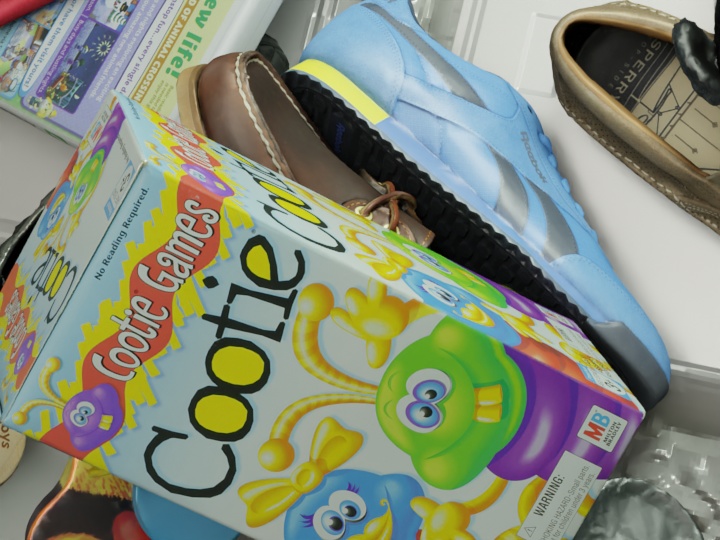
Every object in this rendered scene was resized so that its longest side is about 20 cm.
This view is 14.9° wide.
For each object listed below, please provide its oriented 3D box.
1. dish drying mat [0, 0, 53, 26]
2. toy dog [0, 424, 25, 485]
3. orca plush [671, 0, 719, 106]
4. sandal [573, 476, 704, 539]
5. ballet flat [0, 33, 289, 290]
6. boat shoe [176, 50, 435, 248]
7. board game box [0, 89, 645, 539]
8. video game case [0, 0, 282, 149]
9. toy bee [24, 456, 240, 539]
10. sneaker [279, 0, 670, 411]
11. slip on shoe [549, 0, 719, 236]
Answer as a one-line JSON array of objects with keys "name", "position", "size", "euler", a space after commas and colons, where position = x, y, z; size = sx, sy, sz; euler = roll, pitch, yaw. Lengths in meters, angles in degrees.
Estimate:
[{"name": "dish drying mat", "position": [-0.113, -0.154, 1.117], "size": [0.200, 0.018, 0.077], "euler": [-24, 63, 17]}, {"name": "toy dog", "position": [-0.218, 0.095, 1.064], "size": [0.132, 0.200, 0.096], "euler": [-28, 116, 35]}, {"name": "orca plush", "position": [0.181, -0.114, 1.027], "size": [0.105, 0.071, 0.200], "euler": [20, 53, -6]}, {"name": "sandal", "position": [0.055, 0.149, 1.012], "size": [0.075, 0.048, 0.201], "euler": [37, 65, 9]}, {"name": "ballet flat", "position": [-0.106, -0.024, 1.134], "size": [0.066, 0.057, 0.200], "euler": [40, 90, 21]}, {"name": "boat shoe", "position": [0.000, 0.000, 1.066], "size": [0.070, 0.070, 0.200], "euler": [-22, 104, 25]}, {"name": "board game box", "position": [-0.019, 0.034, 0.970], "size": [0.200, 0.105, 0.103], "euler": [26, 101, -18]}, {"name": "video game case", "position": [-0.098, -0.153, 1.133], "size": [0.182, 0.022, 0.200], "euler": [28, 86, 30]}, {"name": "toy bee", "position": [-0.095, 0.090, 1.068], "size": [0.108, 0.131, 0.201], "euler": [2, 69, -9]}, {"name": "sneaker", "position": [0.060, -0.032, 1.083], "size": [0.200, 0.066, 0.078], "euler": [45, 64, 10]}, {"name": "slip on shoe", "position": [0.158, -0.045, 1.055], "size": [0.200, 0.061, 0.076], "euler": [37, 92, 20]}]
